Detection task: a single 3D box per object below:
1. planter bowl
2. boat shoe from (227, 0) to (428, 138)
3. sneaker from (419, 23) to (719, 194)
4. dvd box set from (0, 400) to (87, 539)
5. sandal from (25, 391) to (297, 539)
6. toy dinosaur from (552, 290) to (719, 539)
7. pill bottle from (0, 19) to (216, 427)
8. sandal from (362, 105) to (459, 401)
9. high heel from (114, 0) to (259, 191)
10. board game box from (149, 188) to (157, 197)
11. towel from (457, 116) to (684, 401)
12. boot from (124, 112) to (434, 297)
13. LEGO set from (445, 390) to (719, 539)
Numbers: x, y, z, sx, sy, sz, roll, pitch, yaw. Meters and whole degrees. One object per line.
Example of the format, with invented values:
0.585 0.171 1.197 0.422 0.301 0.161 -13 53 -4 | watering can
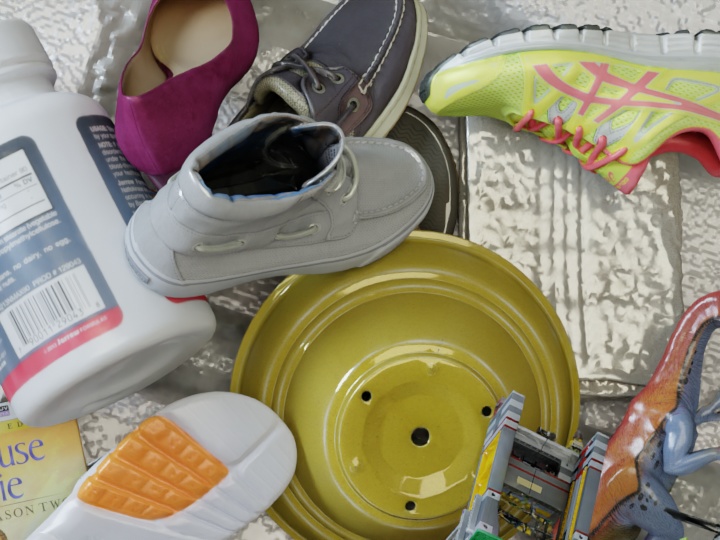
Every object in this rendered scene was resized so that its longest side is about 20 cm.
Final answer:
0.029 0.083 1.315 0.200 0.083 0.201 -1 100 -4 | planter bowl
-0.032 -0.088 1.355 0.072 0.065 0.200 25 75 39 | boat shoe
0.133 -0.088 1.349 0.200 0.078 0.090 0 83 -7 | sneaker
-0.209 0.176 1.311 0.146 0.029 0.200 -10 86 -22 | dvd box set
-0.130 0.136 1.304 0.207 0.059 0.079 -37 99 0 | sandal
0.166 0.102 1.318 0.200 0.105 0.182 -5 105 -28 | toy dinosaur
-0.173 -0.028 1.296 0.120 0.120 0.200 -26 79 -9 | pill bottle
0.000 0.000 1.365 0.082 0.055 0.200 25 81 -1 | sandal
-0.099 -0.130 1.318 0.067 0.096 0.200 -11 50 9 | high heel
-0.194 -0.023 1.366 0.200 0.019 0.103 24 81 -2 | board game box
0.124 -0.021 1.393 0.132 0.034 0.200 1 81 -7 | towel
-0.024 -0.044 1.257 0.200 0.096 0.074 -20 74 -37 | boot
0.111 0.154 1.262 0.200 0.154 0.116 20 45 -1 | LEGO set
